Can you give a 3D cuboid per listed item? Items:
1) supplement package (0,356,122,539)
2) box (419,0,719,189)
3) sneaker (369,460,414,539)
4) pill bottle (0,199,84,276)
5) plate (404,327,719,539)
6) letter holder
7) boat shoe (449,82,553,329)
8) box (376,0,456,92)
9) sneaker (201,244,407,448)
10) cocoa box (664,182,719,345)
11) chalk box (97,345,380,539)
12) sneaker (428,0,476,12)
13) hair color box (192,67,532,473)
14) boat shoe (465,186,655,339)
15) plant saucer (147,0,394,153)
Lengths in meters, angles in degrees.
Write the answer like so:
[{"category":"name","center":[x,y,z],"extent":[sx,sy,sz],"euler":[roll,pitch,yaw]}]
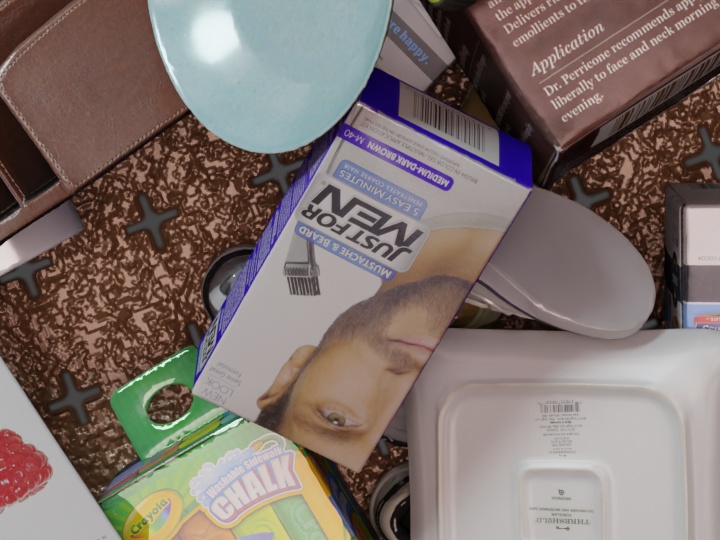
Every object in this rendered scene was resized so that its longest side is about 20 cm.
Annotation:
[{"category":"supplement package","center":[-0.224,0.139,1.704],"extent":[0.121,0.120,0.200],"euler":[-31,69,-14]},{"category":"box","center":[0.119,-0.178,1.647],"extent":[0.165,0.164,0.201],"euler":[-32,85,-2]},{"category":"sneaker","center":[0.105,0.149,1.768],"extent":[0.199,0.088,0.076],"euler":[-5,93,0]},{"category":"pill bottle","center":[-0.252,-0.088,1.739],"extent":[0.113,0.114,0.201],"euler":[-29,94,3]},{"category":"plate","center":[0.117,0.134,1.686],"extent":[0.198,0.032,0.201],"euler":[0,95,18]},{"category":"letter holder","center":[-0.158,-0.133,1.687],"extent":[0.200,0.100,0.143],"euler":[-38,97,-37]},{"category":"boat shoe","center":[0.070,-0.062,1.746],"extent":[0.076,0.072,0.201],"euler":[11,96,-36]},{"category":"box","center":[0.026,-0.203,1.763],"extent":[0.200,0.041,0.156],"euler":[-45,93,3]},{"category":"sneaker","center":[-0.007,0.054,1.747],"extent":[0.199,0.115,0.075],"euler":[30,95,-2]},{"category":"cocoa box","center":[0.279,0.020,1.731],"extent":[0.199,0.133,0.132],"euler":[0,97,1]},{"category":"chalk box","center":[-0.073,0.145,1.751],"extent":[0.124,0.124,0.201],"euler":[-32,94,3]},{"category":"sneaker","center":[0.039,-0.235,1.542],"extent":[0.090,0.078,0.201],"euler":[3,92,30]},{"category":"hair color box","center":[0.000,0.000,1.624],"extent":[0.109,0.065,0.201],"euler":[26,116,-10]},{"category":"boat shoe","center":[0.071,-0.009,1.692],"extent":[0.199,0.066,0.072],"euler":[20,65,5]},{"category":"plant saucer","center":[-0.039,-0.164,1.595],"extent":[0.039,0.200,0.202],"euler":[-5,98,-44]}]
